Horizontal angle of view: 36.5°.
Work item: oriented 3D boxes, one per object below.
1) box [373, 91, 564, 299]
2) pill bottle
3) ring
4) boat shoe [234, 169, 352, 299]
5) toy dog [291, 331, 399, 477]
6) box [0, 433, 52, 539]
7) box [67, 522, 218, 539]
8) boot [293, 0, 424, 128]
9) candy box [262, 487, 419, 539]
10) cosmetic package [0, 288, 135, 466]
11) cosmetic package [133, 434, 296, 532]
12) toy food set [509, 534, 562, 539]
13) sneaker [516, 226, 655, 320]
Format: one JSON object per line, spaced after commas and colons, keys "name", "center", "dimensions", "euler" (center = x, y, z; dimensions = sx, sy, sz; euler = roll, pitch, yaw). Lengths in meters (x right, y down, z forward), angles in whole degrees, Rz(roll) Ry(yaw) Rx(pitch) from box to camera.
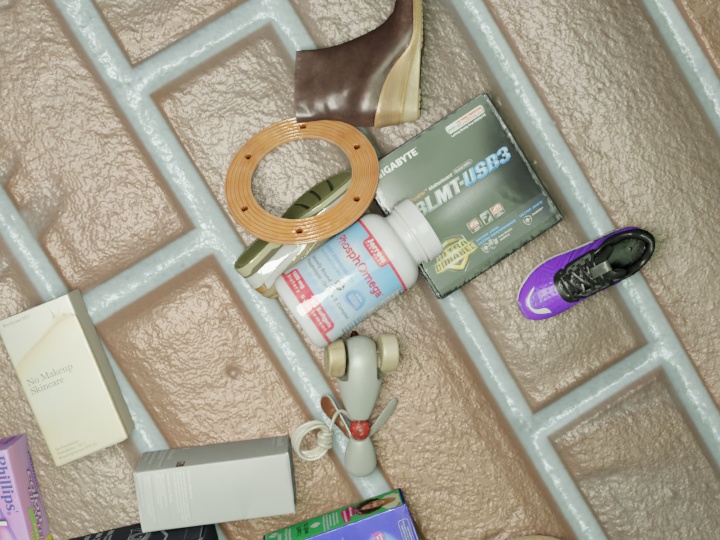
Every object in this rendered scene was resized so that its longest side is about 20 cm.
{"name": "box", "center": [0.131, -0.097, 1.432], "dimensions": [0.200, 0.050, 0.199], "euler": [-32, 96, -1]}
{"name": "pill bottle", "center": [0.000, 0.000, 1.359], "dimensions": [0.200, 0.109, 0.109], "euler": [-35, 95, -2]}
{"name": "ring", "center": [-0.074, -0.114, 1.382], "dimensions": [0.199, 0.019, 0.201], "euler": [-4, 56, 7]}
{"name": "boat shoe", "center": [-0.069, -0.047, 1.416], "dimensions": [0.200, 0.075, 0.068], "euler": [-41, 113, -1]}
{"name": "toy dog", "center": [-0.007, 0.160, 1.433], "dimensions": [0.131, 0.096, 0.201], "euler": [19, 106, -12]}
{"name": "box", "center": [-0.515, 0.324, 1.397], "dimensions": [0.199, 0.097, 0.177], "euler": [-13, 94, -3]}
{"name": "box", "center": [-0.281, 0.391, 1.390], "dimensions": [0.199, 0.148, 0.105], "euler": [-12, 95, -2]}
{"name": "boot", "center": [-0.002, -0.283, 1.400], "dimensions": [0.166, 0.072, 0.201], "euler": [3, 83, 5]}
{"name": "candy box", "center": [-0.011, 0.406, 1.443], "dimensions": [0.199, 0.077, 0.170], "euler": [-19, 96, -3]}
{"name": "cosmetic package", "center": [-0.377, 0.136, 1.405], "dimensions": [0.103, 0.073, 0.201], "euler": [-23, 96, -1]}
{"name": "cosmetic package", "center": [-0.183, 0.273, 1.409], "dimensions": [0.199, 0.107, 0.091], "euler": [-9, 95, -4]}
{"name": "toy food set", "center": [0.232, 0.455, 1.475], "dimensions": [0.200, 0.049, 0.198], "euler": [-42, 95, 0]}
{"name": "sneaker", "center": [0.296, 0.000, 1.420], "dimensions": [0.200, 0.100, 0.070], "euler": [-31, 93, -1]}
